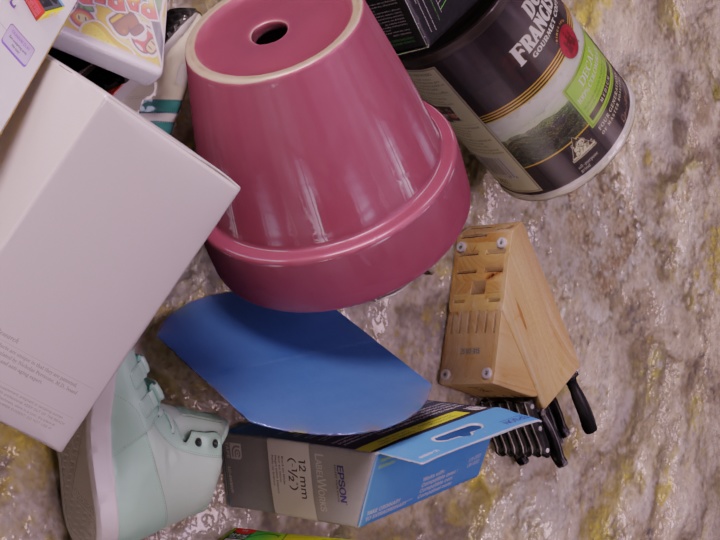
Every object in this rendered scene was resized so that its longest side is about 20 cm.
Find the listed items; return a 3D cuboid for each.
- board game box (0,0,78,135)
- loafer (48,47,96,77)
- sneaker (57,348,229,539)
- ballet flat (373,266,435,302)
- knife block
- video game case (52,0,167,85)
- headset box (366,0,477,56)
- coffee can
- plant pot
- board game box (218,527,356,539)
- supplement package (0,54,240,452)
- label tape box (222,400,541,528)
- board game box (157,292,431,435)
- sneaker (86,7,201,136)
[{"bbox_3d":[-0.236,-0.179,0.952,0.153,0.040,0.200,53,46,-38],"label":"board game box"},{"bbox_3d":[-0.232,-0.134,1.071,0.200,0.071,0.073,-45,119,-39],"label":"loafer"},{"bbox_3d":[-0.151,0.086,1.139,0.118,0.074,0.201,-11,105,-40],"label":"sneaker"},{"bbox_3d":[0.000,0.000,1.319,0.200,0.067,0.062,-17,109,-46],"label":"ballet flat"},{"bbox_3d":[0.153,0.073,1.477,0.175,0.064,0.200,20,73,-45],"label":"knife block"},{"bbox_3d":[-0.213,-0.234,1.077,0.200,0.023,0.182,21,56,-34],"label":"video game case"},{"bbox_3d":[0.021,-0.246,1.277,0.200,0.174,0.093,-47,120,-39],"label":"headset box"},{"bbox_3d":[0.124,-0.175,1.402,0.200,0.146,0.147,43,58,-37],"label":"coffee can"},{"bbox_3d":[-0.036,-0.099,1.155,0.200,0.200,0.179,-54,141,-34],"label":"plant pot"},{"bbox_3d":[-0.022,0.246,1.176,0.048,0.200,0.102,-33,111,-43],"label":"board game box"},{"bbox_3d":[-0.194,-0.015,1.016,0.120,0.121,0.200,35,90,-39],"label":"supplement package"},{"bbox_3d":[0.016,0.141,1.224,0.143,0.200,0.066,-14,104,-47],"label":"label tape box"},{"bbox_3d":[-0.052,0.079,1.185,0.158,0.200,0.039,-10,123,-38],"label":"board game box"},{"bbox_3d":[-0.162,-0.095,1.153,0.200,0.070,0.093,-58,134,-29],"label":"sneaker"}]
